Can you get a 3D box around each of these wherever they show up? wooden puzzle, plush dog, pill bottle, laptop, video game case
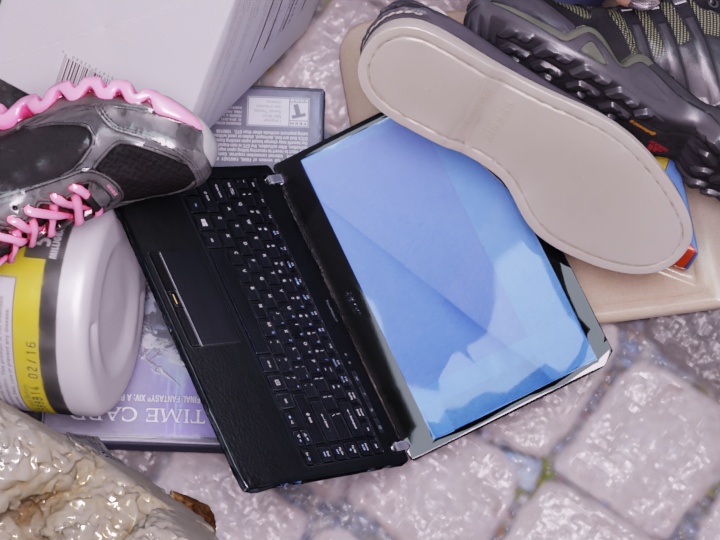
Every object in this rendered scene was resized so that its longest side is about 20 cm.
[{"bbox_3d":[0.099,-0.062,1.362,0.198,0.046,0.187,-8,73,-5],"label":"wooden puzzle"},{"bbox_3d":[-0.146,0.179,1.239,0.199,0.160,0.173,31,91,22],"label":"plush dog"},{"bbox_3d":[-0.216,0.009,1.282,0.198,0.111,0.112,5,71,11],"label":"pill bottle"},{"bbox_3d":[0.000,0.000,1.269,0.199,0.103,0.178,-4,62,-51],"label":"laptop"},{"bbox_3d":[-0.092,-0.003,1.348,0.142,0.019,0.202,2,72,-2],"label":"video game case"}]

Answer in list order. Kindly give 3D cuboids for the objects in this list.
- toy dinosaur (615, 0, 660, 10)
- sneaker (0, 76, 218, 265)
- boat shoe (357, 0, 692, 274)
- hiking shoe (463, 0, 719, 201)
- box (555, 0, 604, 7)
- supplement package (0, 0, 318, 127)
[{"bbox_3d":[0.125,-0.227,1.354,0.135,0.200,0.086,-39,122,-2],"label":"toy dinosaur"},{"bbox_3d":[-0.163,-0.033,1.197,0.198,0.079,0.096,-5,60,14],"label":"sneaker"},{"bbox_3d":[0.087,-0.073,1.294,0.199,0.063,0.073,33,116,-14],"label":"boat shoe"},{"bbox_3d":[0.150,-0.110,1.336,0.199,0.076,0.101,25,58,-6],"label":"hiking shoe"},{"bbox_3d":[0.064,-0.202,1.359,0.199,0.032,0.122,12,43,-36],"label":"box"},{"bbox_3d":[-0.088,-0.157,1.300,0.113,0.110,0.200,28,32,7],"label":"supplement package"}]
